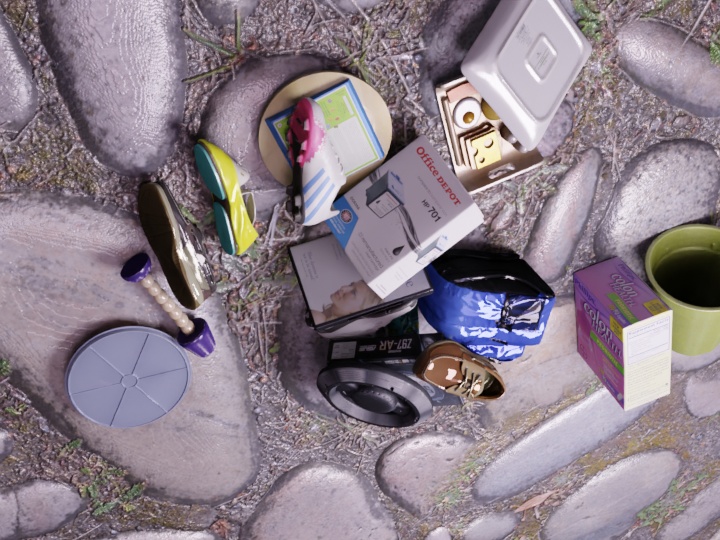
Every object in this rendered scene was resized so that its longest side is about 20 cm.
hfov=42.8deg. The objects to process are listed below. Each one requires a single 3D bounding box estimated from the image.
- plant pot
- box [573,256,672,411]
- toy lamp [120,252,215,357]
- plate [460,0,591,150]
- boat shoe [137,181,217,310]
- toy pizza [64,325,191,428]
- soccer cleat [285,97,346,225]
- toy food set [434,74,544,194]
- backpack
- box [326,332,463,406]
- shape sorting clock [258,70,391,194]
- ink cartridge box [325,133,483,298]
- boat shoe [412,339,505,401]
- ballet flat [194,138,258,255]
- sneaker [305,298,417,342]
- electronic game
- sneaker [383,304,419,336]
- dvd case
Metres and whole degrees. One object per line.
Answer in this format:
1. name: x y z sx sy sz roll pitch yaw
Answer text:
1. plant pot: 0.614 0.054 1.684 0.197 0.201 0.191 -19 139 -8
2. box: 0.472 0.114 1.658 0.095 0.177 0.202 -18 127 -8
3. toy lamp: -0.289 0.059 1.413 0.058 0.058 0.201 -30 126 1
4. plate: 0.254 -0.310 1.338 0.200 0.032 0.201 40 79 -37
5. boat shoe: -0.266 -0.043 1.351 0.066 0.071 0.203 -38 120 -42
6. toy pizza: -0.370 0.168 1.468 0.197 0.032 0.203 -9 124 -14
7. soccer cleat: -0.060 -0.157 1.308 0.085 0.070 0.202 -12 131 -24
8. toy food set: 0.204 -0.224 1.407 0.142 0.061 0.202 -23 126 -5
9. backpack: 0.195 0.060 1.519 0.197 0.163 0.170 8 108 -21
10. box: 0.061 0.170 1.526 0.197 0.044 0.161 -5 141 19
11. shape sorting clock: -0.051 -0.198 1.341 0.197 0.039 0.202 -8 126 -11
12. ink cartridge box: 0.063 -0.081 1.383 0.199 0.147 0.086 -38 157 6
13. boat shoe: 0.162 0.160 1.421 0.199 0.074 0.076 16 107 -48
14. ballet flat: -0.189 -0.114 1.339 0.067 0.067 0.202 -31 133 -25
15. sneaker: 0.019 0.075 1.510 0.198 0.077 0.115 -14 143 25
16. electronic game: 0.023 0.204 1.506 0.197 0.042 0.201 13 150 7
17. sneaker: 0.076 0.097 1.559 0.076 0.080 0.202 -18 126 -9
18. dvd case: 0.000 0.000 1.436 0.197 0.144 0.018 -18 158 -9
